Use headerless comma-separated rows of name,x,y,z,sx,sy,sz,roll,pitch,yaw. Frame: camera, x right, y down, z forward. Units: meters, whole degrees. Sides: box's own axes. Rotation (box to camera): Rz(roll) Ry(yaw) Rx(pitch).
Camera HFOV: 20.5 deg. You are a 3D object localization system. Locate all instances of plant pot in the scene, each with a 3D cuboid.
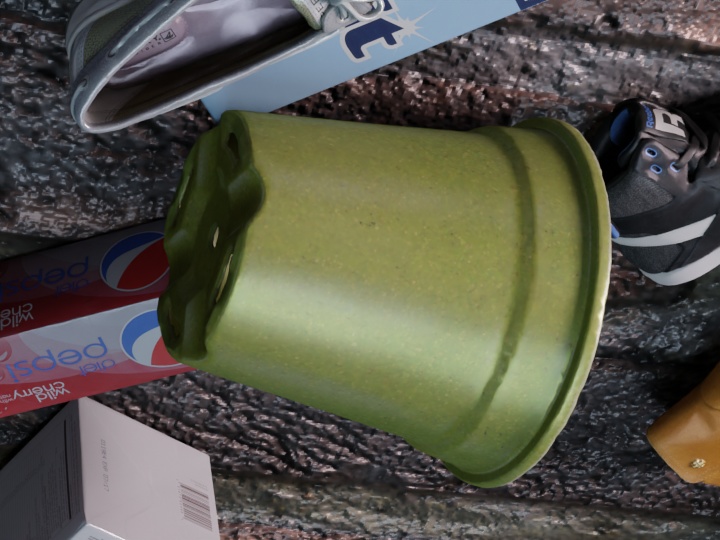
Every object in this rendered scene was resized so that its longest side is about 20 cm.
plant pot,0.000,0.000,1.031,0.184,0.201,0.201,11,134,-22

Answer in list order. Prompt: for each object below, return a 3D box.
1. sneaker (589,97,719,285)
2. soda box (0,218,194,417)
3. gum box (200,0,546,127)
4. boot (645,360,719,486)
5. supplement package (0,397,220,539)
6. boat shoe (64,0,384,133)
sneaker,0.205,-0.069,1.084,0.200,0.073,0.112,-35,131,28
soda box,-0.146,0.025,1.145,0.199,0.064,0.070,-15,136,7
gum box,-0.018,-0.171,0.971,0.199,0.045,0.170,-20,135,13
boot,0.238,0.070,1.235,0.144,0.071,0.201,-30,137,18
supplement package,-0.194,0.195,1.268,0.109,0.114,0.200,30,121,-32
boat shoe,-0.049,-0.125,0.936,0.201,0.065,0.074,-20,135,14
